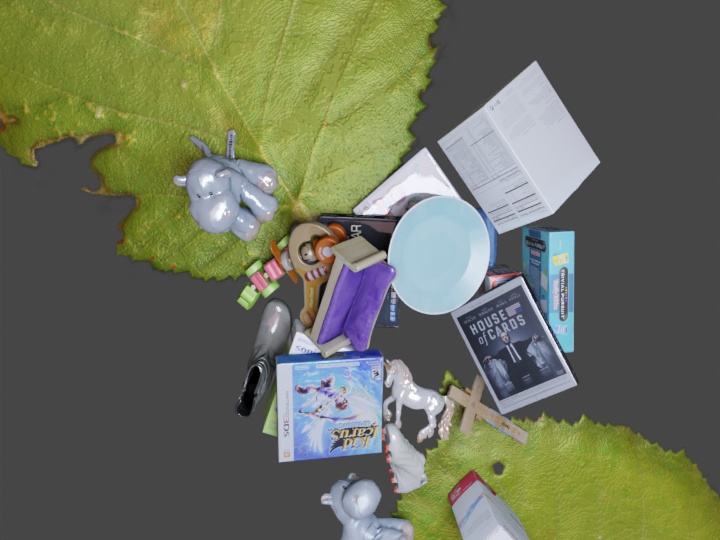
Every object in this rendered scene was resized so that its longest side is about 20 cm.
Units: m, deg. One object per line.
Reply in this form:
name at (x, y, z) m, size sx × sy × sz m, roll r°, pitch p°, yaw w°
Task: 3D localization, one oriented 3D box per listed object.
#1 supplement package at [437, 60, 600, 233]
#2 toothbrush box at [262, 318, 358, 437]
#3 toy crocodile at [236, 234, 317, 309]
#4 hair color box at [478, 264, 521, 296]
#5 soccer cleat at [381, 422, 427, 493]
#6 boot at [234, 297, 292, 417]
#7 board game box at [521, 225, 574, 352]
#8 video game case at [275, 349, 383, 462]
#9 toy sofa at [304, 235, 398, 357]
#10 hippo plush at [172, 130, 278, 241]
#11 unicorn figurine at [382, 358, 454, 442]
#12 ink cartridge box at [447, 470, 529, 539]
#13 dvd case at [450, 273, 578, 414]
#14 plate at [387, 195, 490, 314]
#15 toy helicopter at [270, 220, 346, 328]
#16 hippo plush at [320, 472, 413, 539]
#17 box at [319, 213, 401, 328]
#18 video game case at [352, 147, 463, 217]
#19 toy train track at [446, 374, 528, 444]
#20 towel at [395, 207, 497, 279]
supplement package at (0.267, -0.203, 0.930) m, size 0.151 × 0.150 × 0.202 m, roll -40°, pitch 97°, yaw -23°
toothbrush box at (-0.091, 0.220, 1.038) m, size 0.141 × 0.086 × 0.206 m, roll 18°, pitch 99°, yaw -12°
toy crocodile at (-0.157, -0.007, 1.027) m, size 0.198 × 0.062 × 0.068 m, roll -39°, pitch 97°, yaw 5°
hair color box at (0.267, 0.100, 1.017) m, size 0.061 × 0.111 × 0.208 m, roll -6°, pitch 98°, yaw 1°
soccer cleat at (0.086, 0.359, 1.051) m, size 0.075 × 0.070 × 0.205 m, roll -15°, pitch 128°, yaw -2°
boot at (-0.179, 0.164, 1.016) m, size 0.065 × 0.131 × 0.207 m, roll 16°, pitch 98°, yaw -3°
board game box at (0.339, 0.027, 0.986) m, size 0.045 × 0.151 × 0.208 m, roll -2°, pitch 99°, yaw 0°
video game case at (-0.056, 0.244, 0.983) m, size 0.192 × 0.045 × 0.189 m, roll -2°, pitch 103°, yaw -11°
toy sofa at (-0.019, 0.055, 0.927) m, size 0.097 × 0.082 × 0.204 m, roll 39°, pitch 127°, yaw 26°
hippo plush at (-0.229, -0.148, 0.949) m, size 0.153 × 0.161 × 0.208 m, roll -8°, pitch 98°, yaw 1°
unicorn figurine at (0.097, 0.254, 1.066) m, size 0.194 × 0.074 × 0.142 m, roll 17°, pitch 97°, yaw -19°
ink cartridge box at (0.255, 0.501, 1.029) m, size 0.085 × 0.200 × 0.148 m, roll -43°, pitch 96°, yaw 6°
dvd case at (0.264, 0.130, 0.942) m, size 0.148 × 0.025 × 0.205 m, roll -30°, pitch 86°, yaw 29°
plate at (0.134, -0.027, 0.939) m, size 0.193 × 0.026 × 0.208 m, roll -4°, pitch 104°, yaw -17°
toy helicopter at (-0.096, 0.010, 0.977) m, size 0.127 × 0.079 × 0.207 m, roll 6°, pitch 114°, yaw 5°
hippo plush at (0.009, 0.488, 1.079) m, size 0.198 × 0.156 × 0.166 m, roll -28°, pitch 77°, yaw 45°
box at (0.000, 0.000, 1.021) m, size 0.154 × 0.044 × 0.208 m, roll 3°, pitch 103°, yaw 5°
video game case at (0.111, -0.093, 1.033) m, size 0.180 × 0.024 × 0.202 m, roll -38°, pitch 96°, yaw 5°
toy train track at (0.249, 0.289, 1.081) m, size 0.197 × 0.032 × 0.117 m, roll 32°, pitch 65°, yaw -12°
towel at (0.157, -0.050, 0.981) m, size 0.193 × 0.048 × 0.116 m, roll -7°, pitch 104°, yaw -16°
